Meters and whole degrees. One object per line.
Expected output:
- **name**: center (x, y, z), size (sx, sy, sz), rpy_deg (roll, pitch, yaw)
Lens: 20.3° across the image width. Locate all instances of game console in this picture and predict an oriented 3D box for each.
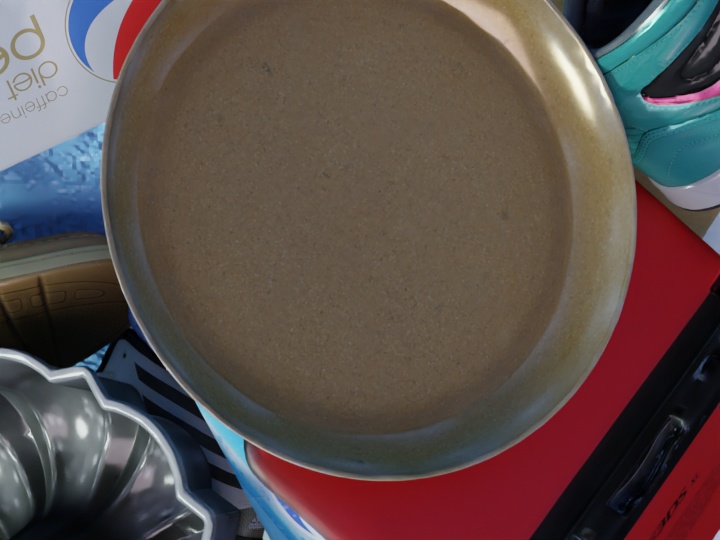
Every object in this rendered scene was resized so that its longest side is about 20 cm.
- **game console**: center (0.066, 0.071, 0.783), size (0.118, 0.200, 0.173), rpy_deg (26, 149, 27)

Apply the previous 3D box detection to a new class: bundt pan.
- **bundt pan**: center (-0.131, 0.131, 0.821), size (0.201, 0.076, 0.203), rpy_deg (0, 89, 20)

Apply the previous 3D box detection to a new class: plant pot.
- **plant pot**: center (0.003, -0.026, 0.709), size (0.199, 0.027, 0.201), rpy_deg (3, 81, -20)

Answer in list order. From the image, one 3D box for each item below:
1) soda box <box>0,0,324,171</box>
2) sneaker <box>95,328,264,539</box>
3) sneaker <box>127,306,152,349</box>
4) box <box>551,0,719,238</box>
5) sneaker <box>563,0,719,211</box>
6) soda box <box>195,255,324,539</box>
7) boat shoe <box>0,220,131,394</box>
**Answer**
- **soda box**: center (-0.120, -0.087, 0.733), size (0.199, 0.068, 0.064), rpy_deg (-25, 121, -9)
- **sneaker**: center (-0.128, 0.084, 0.908), size (0.200, 0.076, 0.116), rpy_deg (1, 81, 23)
- **sneaker**: center (0.000, 0.000, 0.855), size (0.199, 0.077, 0.086), rpy_deg (-1, 109, -15)
- **box**: center (0.071, -0.077, 0.800), size (0.200, 0.021, 0.164), rpy_deg (30, 99, -24)
- **sneaker**: center (0.147, -0.132, 0.752), size (0.121, 0.084, 0.200), rpy_deg (35, 95, -33)
- **soda box**: center (-0.005, 0.068, 0.785), size (0.064, 0.068, 0.201), rpy_deg (-11, 115, 38)
- **boat shoe**: center (-0.189, 0.017, 0.851), size (0.199, 0.063, 0.073), rpy_deg (-15, 140, -5)
